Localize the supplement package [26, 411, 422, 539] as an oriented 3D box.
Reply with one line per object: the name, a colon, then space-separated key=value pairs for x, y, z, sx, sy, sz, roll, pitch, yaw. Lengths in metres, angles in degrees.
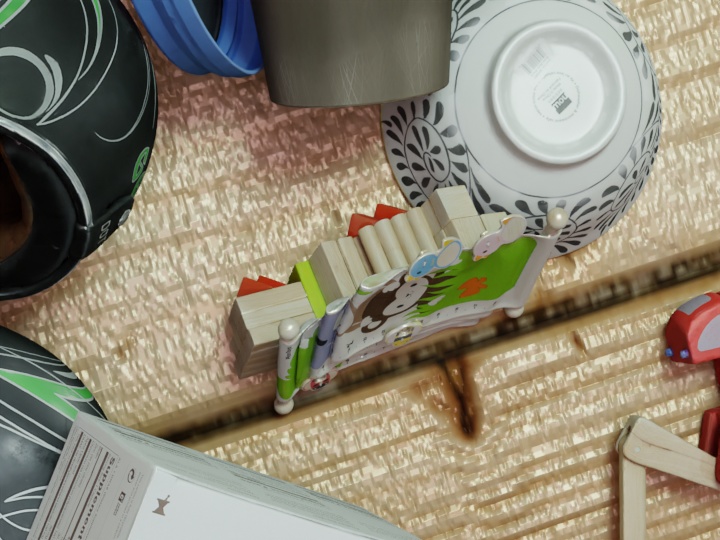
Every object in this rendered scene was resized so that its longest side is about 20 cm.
supplement package: x=-0.072 y=0.187 z=0.671 sx=0.198 sy=0.110 sz=0.158 roll=24 pitch=85 yaw=-32

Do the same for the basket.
basket: x=-0.010 y=-0.206 z=0.763 sx=0.135 sy=0.179 sz=0.203 roll=-17 pitch=111 yaw=-37

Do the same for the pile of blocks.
pile of blocks: x=0.000 y=0.000 z=0.832 sx=0.198 sy=0.082 sz=0.063 roll=-23 pitch=71 yaw=0

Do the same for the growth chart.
growth chart: x=0.033 y=0.024 z=0.808 sx=0.198 sy=0.145 sz=0.018 roll=-21 pitch=66 yaw=-9

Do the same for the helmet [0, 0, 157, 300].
helmet: x=-0.215 y=-0.100 z=0.738 sx=0.197 sy=0.202 sz=0.192 roll=8 pitch=45 yaw=-7

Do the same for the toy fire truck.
toy fire truck: x=0.224 y=0.123 z=0.869 sx=0.139 sy=0.049 sz=0.203 roll=-14 pitch=91 yaw=-7

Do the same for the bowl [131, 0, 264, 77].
bowl: x=-0.101 y=-0.212 z=0.765 sx=0.039 sy=0.200 sz=0.204 roll=-10 pitch=90 yaw=15

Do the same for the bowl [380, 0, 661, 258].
bowl: x=0.117 y=-0.109 z=0.838 sx=0.197 sy=0.094 sz=0.204 roll=0 pitch=89 yaw=-8

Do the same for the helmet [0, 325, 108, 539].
helmet: x=-0.229 y=0.123 z=0.737 sx=0.197 sy=0.191 sz=0.203 roll=0 pitch=89 yaw=-8
